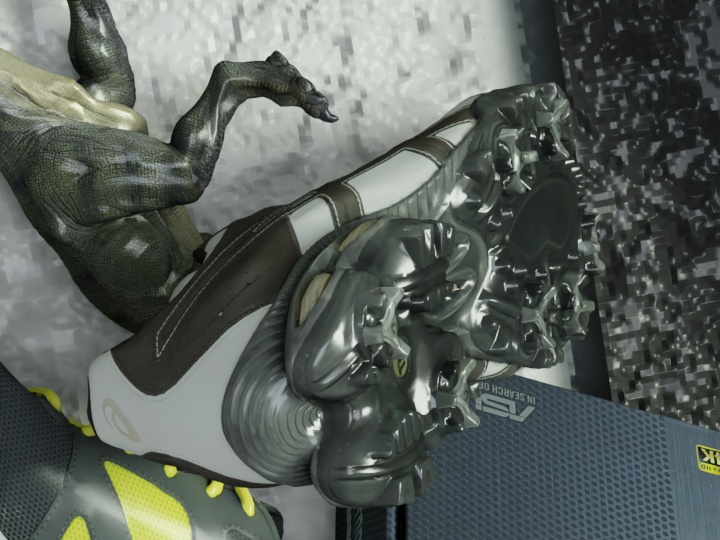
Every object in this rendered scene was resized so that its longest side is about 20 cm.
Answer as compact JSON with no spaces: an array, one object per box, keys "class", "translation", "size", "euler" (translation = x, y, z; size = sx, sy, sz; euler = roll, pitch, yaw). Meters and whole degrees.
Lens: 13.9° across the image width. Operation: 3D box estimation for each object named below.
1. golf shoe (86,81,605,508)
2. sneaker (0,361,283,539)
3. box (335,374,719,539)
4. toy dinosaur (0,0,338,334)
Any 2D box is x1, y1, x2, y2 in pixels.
[{"class":"golf shoe","translation":[0.000,0.000,0.764],"size":[0.094,0.200,0.078],"euler":[-4,103,26]},{"class":"sneaker","translation":[-0.070,0.069,0.792],"size":[0.084,0.074,0.201],"euler":[-37,111,-14]},{"class":"box","translation":[0.090,0.114,0.791],"size":[0.199,0.158,0.051],"euler":[16,134,-14]},{"class":"toy dinosaur","translation":[-0.065,-0.040,0.793],"size":[0.088,0.047,0.200],"euler":[-45,100,0]}]
